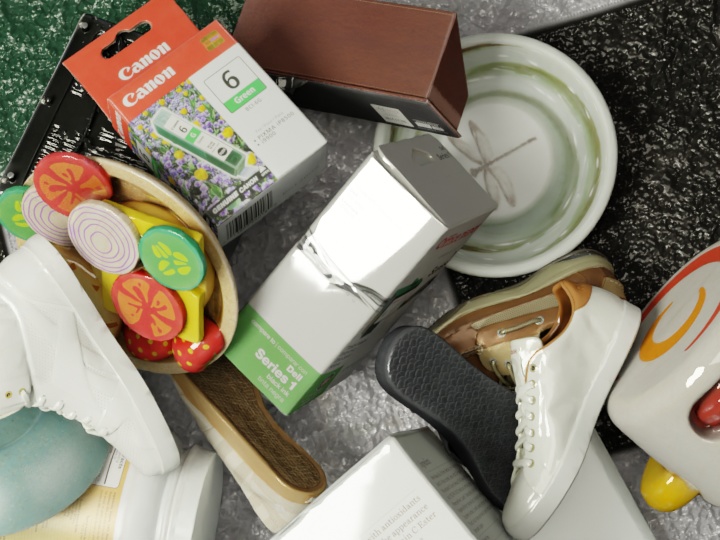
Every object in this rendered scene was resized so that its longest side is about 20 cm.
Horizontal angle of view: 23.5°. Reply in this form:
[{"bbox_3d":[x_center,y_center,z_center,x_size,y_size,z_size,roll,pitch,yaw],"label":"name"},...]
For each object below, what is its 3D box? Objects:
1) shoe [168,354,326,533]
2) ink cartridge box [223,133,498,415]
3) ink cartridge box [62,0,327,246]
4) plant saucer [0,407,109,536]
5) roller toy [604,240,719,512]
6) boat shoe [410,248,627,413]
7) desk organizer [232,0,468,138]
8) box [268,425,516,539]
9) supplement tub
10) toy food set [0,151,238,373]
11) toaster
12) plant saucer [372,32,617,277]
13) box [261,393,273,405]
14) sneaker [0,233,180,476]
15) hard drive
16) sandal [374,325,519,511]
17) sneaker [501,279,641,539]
[{"bbox_3d":[-0.102,0.117,1.345,0.200,0.070,0.054,51,131,28],"label":"shoe"},{"bbox_3d":[0.000,0.000,1.332,0.084,0.146,0.200,44,111,8],"label":"ink cartridge box"},{"bbox_3d":[-0.128,-0.126,1.311,0.109,0.050,0.200,-38,75,-15],"label":"ink cartridge box"},{"bbox_3d":[-0.286,0.111,1.288,0.199,0.039,0.202,3,41,-3],"label":"plant saucer"},{"bbox_3d":[0.287,0.081,1.309,0.139,0.182,0.201,39,61,-10],"label":"roller toy"},{"bbox_3d":[0.123,0.058,1.374,0.199,0.076,0.074,-30,53,-1],"label":"boat shoe"},{"bbox_3d":[-0.007,-0.171,1.394,0.198,0.072,0.078,14,78,29],"label":"desk organizer"},{"bbox_3d":[0.006,0.229,1.292,0.199,0.200,0.131,-41,81,6],"label":"box"},{"bbox_3d":[-0.217,0.185,1.352,0.198,0.145,0.146,10,82,5],"label":"supplement tub"},{"bbox_3d":[-0.180,0.000,1.277,0.198,0.199,0.049,19,43,18],"label":"toy food set"},{"bbox_3d":[-0.165,-0.085,1.384,0.198,0.119,0.182,19,70,6],"label":"toaster"},{"bbox_3d":[0.110,-0.092,1.421,0.198,0.050,0.202,-1,82,4],"label":"plant saucer"},{"bbox_3d":[-0.136,0.058,1.419,0.198,0.041,0.039,24,83,8],"label":"box"},{"bbox_3d":[-0.222,0.089,1.247,0.115,0.074,0.201,-38,105,-23],"label":"sneaker"},{"bbox_3d":[0.150,0.194,1.388,0.131,0.026,0.201,-28,80,-1],"label":"hard drive"},{"bbox_3d":[0.085,0.114,1.340,0.200,0.043,0.076,47,67,-20],"label":"sandal"},{"bbox_3d":[0.136,0.102,1.314,0.084,0.073,0.201,26,76,-8],"label":"sneaker"}]
